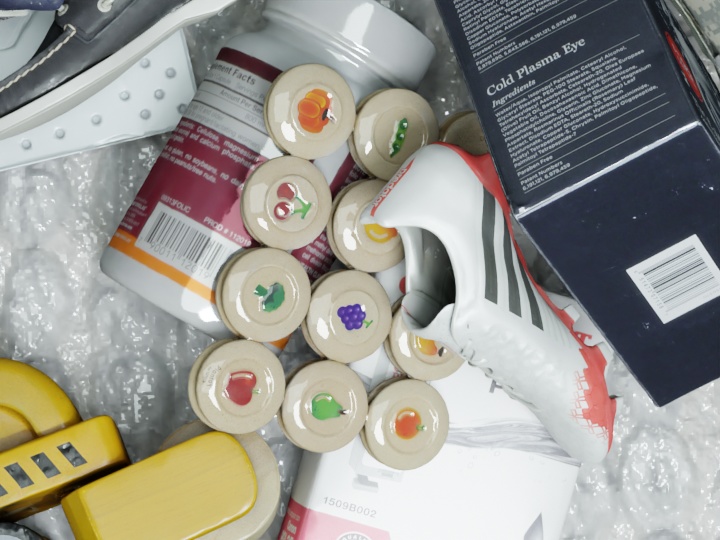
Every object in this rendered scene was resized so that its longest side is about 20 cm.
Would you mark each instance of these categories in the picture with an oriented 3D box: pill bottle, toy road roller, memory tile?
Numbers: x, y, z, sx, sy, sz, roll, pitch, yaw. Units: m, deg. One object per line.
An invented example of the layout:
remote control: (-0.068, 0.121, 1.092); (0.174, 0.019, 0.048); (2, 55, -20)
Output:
pill bottle: (-0.048, -0.059, 1.350); (0.114, 0.114, 0.200); (31, 87, -7)
toy road roller: (-0.153, 0.106, 1.340); (0.200, 0.123, 0.146); (-21, 82, -5)
memory tile: (0.000, 0.000, 1.301); (0.153, 0.017, 0.200); (15, 89, -24)

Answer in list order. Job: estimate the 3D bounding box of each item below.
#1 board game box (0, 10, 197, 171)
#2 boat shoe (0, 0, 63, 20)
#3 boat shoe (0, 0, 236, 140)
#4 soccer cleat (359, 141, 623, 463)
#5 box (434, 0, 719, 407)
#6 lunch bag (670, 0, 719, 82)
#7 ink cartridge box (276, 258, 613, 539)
board game box: (-0.207, -0.157, 1.372); (0.200, 0.026, 0.200); (-14, 93, -6)
boat shoe: (-0.241, -0.182, 1.270); (0.200, 0.093, 0.075); (14, 84, -36)
boat shoe: (-0.131, -0.141, 1.333); (0.200, 0.074, 0.060); (-34, 95, -8)
soccer cleat: (0.068, 0.027, 1.287); (0.085, 0.069, 0.200); (-37, 112, -25)
box: (0.138, -0.064, 1.281); (0.104, 0.200, 0.182); (-28, 50, 12)
lunch bag: (0.227, -0.213, 1.371); (0.168, 0.139, 0.200); (-36, 96, 0)
ink cartridge box: (0.047, 0.096, 1.379); (0.146, 0.083, 0.200); (16, 89, -7)
